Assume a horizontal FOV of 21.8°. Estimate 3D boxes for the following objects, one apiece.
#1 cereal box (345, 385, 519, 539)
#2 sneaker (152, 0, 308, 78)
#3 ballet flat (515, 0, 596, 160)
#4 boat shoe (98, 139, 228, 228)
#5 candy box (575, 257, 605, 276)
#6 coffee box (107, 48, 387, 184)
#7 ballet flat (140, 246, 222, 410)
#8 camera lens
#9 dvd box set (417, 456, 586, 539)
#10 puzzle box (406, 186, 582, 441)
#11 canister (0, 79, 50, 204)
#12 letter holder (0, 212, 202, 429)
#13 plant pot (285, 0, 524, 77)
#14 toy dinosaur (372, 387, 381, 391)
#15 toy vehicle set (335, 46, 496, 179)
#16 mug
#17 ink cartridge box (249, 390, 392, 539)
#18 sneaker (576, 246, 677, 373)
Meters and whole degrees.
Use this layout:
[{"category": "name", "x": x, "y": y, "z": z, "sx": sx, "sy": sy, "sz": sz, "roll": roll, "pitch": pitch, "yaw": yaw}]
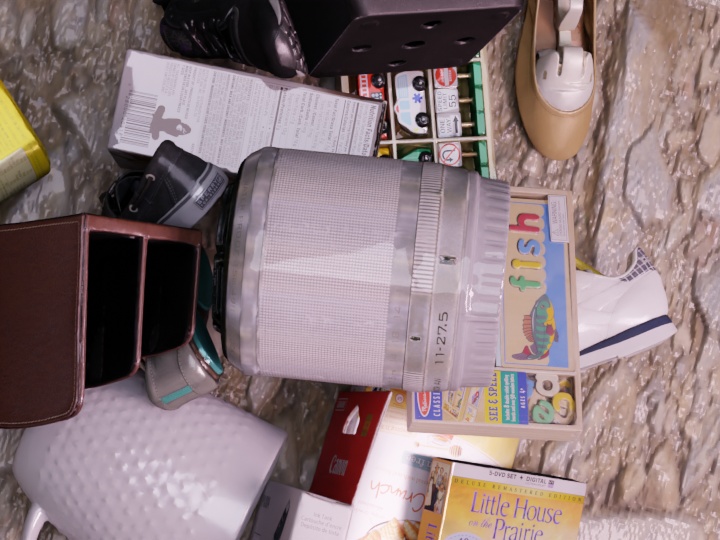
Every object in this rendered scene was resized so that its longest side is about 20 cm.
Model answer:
[{"category": "cereal box", "x": 0.036, "y": 0.199, "z": 1.475, "sx": 0.143, "sy": 0.039, "sz": 0.202, "roll": 18, "pitch": 83, "yaw": -21}, {"category": "sneaker", "x": -0.102, "y": -0.179, "z": 1.412, "sx": 0.087, "sy": 0.200, "sz": 0.076, "roll": -24, "pitch": 117, "yaw": -8}, {"category": "ballet flat", "x": 0.163, "y": -0.193, "z": 1.522, "sx": 0.068, "sy": 0.063, "sz": 0.203, "roll": 0, "pitch": 87, "yaw": -11}, {"category": "boat shoe", "x": -0.160, "y": -0.049, "z": 1.382, "sx": 0.056, "sy": 0.200, "sz": 0.069, "roll": 39, "pitch": 60, "yaw": -14}, {"category": "candy box", "x": 0.109, "y": 0.009, "z": 1.501, "sx": 0.199, "sy": 0.026, "sz": 0.103, "roll": 31, "pitch": 93, "yaw": -14}, {"category": "coffee box", "x": -0.085, "y": -0.103, "z": 1.427, "sx": 0.198, "sy": 0.114, "sz": 0.081, "roll": 11, "pitch": 87, "yaw": -3}, {"category": "ballet flat", "x": -0.145, "y": 0.033, "z": 1.396, "sx": 0.063, "sy": 0.201, "sz": 0.068, "roll": -32, "pitch": 120, "yaw": 10}, {"category": "camera lens", "x": 0.000, "y": 0.000, "z": 1.312, "sx": 0.197, "sy": 0.160, "sz": 0.162, "roll": 5, "pitch": 85, "yaw": 2}, {"category": "dvd box set", "x": 0.101, "y": 0.255, "z": 1.466, "sx": 0.145, "sy": 0.029, "sz": 0.202, "roll": 13, "pitch": 87, "yaw": -35}, {"category": "puzzle box", "x": 0.099, "y": 0.028, "z": 1.421, "sx": 0.131, "sy": 0.025, "sz": 0.202, "roll": 3, "pitch": 66, "yaw": -7}, {"category": "canister", "x": -0.351, "y": -0.080, "z": 1.402, "sx": 0.199, "sy": 0.087, "sz": 0.149, "roll": -34, "pitch": 94, "yaw": -13}, {"category": "letter holder", "x": -0.213, "y": 0.042, "z": 1.327, "sx": 0.100, "sy": 0.199, "sz": 0.144, "roll": 8, "pitch": 82, "yaw": -41}, {"category": "plant pot", "x": 0.024, "y": -0.253, "z": 1.406, "sx": 0.197, "sy": 0.200, "sz": 0.180, "roll": -6, "pitch": 79, "yaw": -19}, {"category": "toy dinosaur", "x": -0.001, "y": 0.042, "z": 1.439, "sx": 0.198, "sy": 0.048, "sz": 0.089, "roll": 18, "pitch": 57, "yaw": 14}, {"category": "toy vehicle set", "x": 0.043, "y": -0.136, "z": 1.513, "sx": 0.123, "sy": 0.027, "sz": 0.203, "roll": -4, "pitch": 87, "yaw": -12}, {"category": "mug", "x": -0.174, "y": 0.171, "z": 1.385, "sx": 0.174, "sy": 0.148, "sz": 0.201, "roll": 26, "pitch": 70, "yaw": 2}, {"category": "ink cartridge box", "x": -0.039, "y": 0.169, "z": 1.390, "sx": 0.044, "sy": 0.200, "sz": 0.178, "roll": 17, "pitch": 83, "yaw": -9}, {"category": "sneaker", "x": 0.147, "y": 0.047, "z": 1.473, "sx": 0.198, "sy": 0.076, "sz": 0.081, "roll": -18, "pitch": 84, "yaw": -9}]
